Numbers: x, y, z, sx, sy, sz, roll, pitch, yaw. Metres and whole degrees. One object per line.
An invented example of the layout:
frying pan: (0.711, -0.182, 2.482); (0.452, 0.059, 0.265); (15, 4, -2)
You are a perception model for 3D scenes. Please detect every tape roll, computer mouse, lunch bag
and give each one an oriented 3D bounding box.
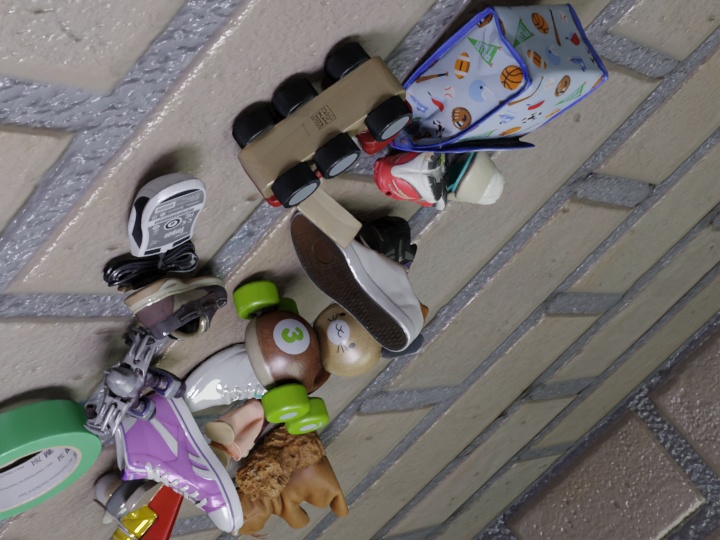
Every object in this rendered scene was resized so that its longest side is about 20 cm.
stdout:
tape roll: (-0.397, 0.222, 1.663); (0.200, 0.048, 0.201); (-27, 159, -11)
computer mouse: (-0.201, -0.048, 1.471); (0.109, 0.044, 0.200); (-20, 158, -27)
lunch bag: (0.144, -0.195, 1.609); (0.200, 0.124, 0.170); (-34, 165, 38)

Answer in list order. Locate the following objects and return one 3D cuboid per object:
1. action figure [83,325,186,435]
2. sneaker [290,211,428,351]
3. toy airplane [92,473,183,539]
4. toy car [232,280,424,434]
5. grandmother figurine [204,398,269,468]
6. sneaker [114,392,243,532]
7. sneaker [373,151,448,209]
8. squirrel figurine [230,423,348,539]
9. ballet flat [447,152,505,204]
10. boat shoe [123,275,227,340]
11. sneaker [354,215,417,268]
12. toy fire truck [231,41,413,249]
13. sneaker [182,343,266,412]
action figure: (-0.264, 0.133, 1.663); (0.130, 0.069, 0.200); (-54, 169, -7)
sneaker: (0.000, 0.000, 1.702); (0.073, 0.200, 0.085); (-36, -174, 43)
toy airplane: (-0.281, 0.295, 1.925); (0.199, 0.141, 0.200); (-67, 173, -46)
toy car: (-0.028, 0.081, 1.747); (0.199, 0.165, 0.158); (-21, 160, 9)
grandmother figurine: (-0.143, 0.197, 1.953); (0.200, 0.060, 0.122); (-38, 156, -56)
sneaker: (-0.235, 0.256, 1.808); (0.114, 0.201, 0.073); (-30, 174, -29)
sneaker: (0.059, -0.114, 1.711); (0.085, 0.077, 0.200); (3, 178, 9)
squirrel figurine: (-0.137, 0.319, 2.206); (0.186, 0.142, 0.200); (-23, 142, -8)
ballet flat: (0.143, -0.108, 1.755); (0.069, 0.070, 0.200); (-38, -177, 0)
boat shoe: (-0.193, 0.045, 1.585); (0.072, 0.065, 0.200); (-24, 174, 12)
sneaker: (0.017, -0.041, 1.805); (0.088, 0.076, 0.200); (-59, 157, -11)
toy fire truck: (-0.025, -0.117, 1.519); (0.176, 0.129, 0.200); (-36, 170, -5)
sneaker: (-0.138, 0.141, 1.870); (0.200, 0.089, 0.075); (-28, 158, -21)
